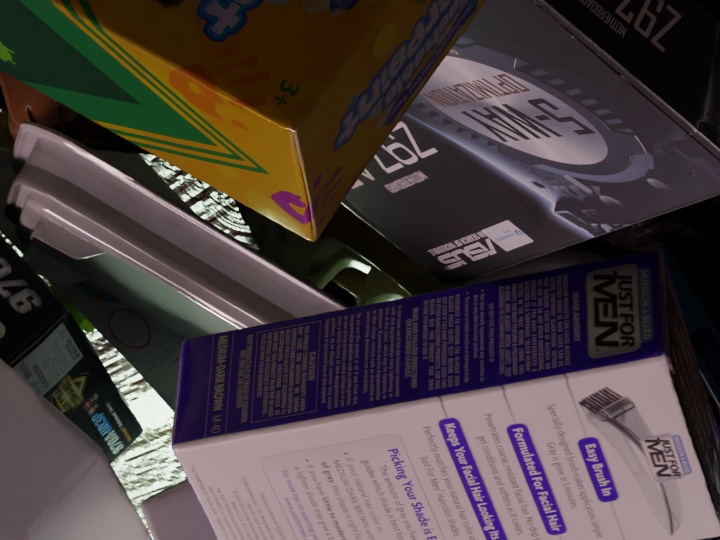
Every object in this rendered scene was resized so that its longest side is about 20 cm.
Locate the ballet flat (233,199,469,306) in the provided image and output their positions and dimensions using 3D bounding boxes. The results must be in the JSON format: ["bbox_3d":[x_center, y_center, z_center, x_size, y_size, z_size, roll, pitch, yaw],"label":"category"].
[{"bbox_3d":[0.000,0.000,1.405,0.199,0.063,0.069,32,162,12],"label":"ballet flat"}]

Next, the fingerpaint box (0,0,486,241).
[{"bbox_3d":[-0.030,-0.137,0.940,0.166,0.200,0.073,29,159,18],"label":"fingerpaint box"}]

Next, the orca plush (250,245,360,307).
[{"bbox_3d":[0.001,0.058,1.522,0.199,0.071,0.105,32,160,10],"label":"orca plush"}]

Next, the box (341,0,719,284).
[{"bbox_3d":[0.035,-0.074,1.086,0.160,0.044,0.200,38,152,-20],"label":"box"}]

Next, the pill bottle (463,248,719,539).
[{"bbox_3d":[0.112,0.091,1.353,0.115,0.116,0.200,18,154,41],"label":"pill bottle"}]

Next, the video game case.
[{"bbox_3d":[0.180,0.097,1.238,0.143,0.018,0.200,55,-173,-44],"label":"video game case"}]

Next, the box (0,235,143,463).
[{"bbox_3d":[-0.197,-0.001,1.434,0.200,0.046,0.159,45,169,23],"label":"box"}]

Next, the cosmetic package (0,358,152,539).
[{"bbox_3d":[-0.157,0.104,1.340,0.101,0.071,0.200,39,167,17],"label":"cosmetic package"}]

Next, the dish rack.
[{"bbox_3d":[-0.079,0.009,1.353,0.199,0.044,0.172,30,169,-5],"label":"dish rack"}]

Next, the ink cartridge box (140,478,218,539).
[{"bbox_3d":[-0.019,0.138,1.362,0.200,0.125,0.129,129,118,-84],"label":"ink cartridge box"}]

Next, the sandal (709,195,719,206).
[{"bbox_3d":[0.081,-0.080,1.118,0.200,0.043,0.076,36,161,0],"label":"sandal"}]

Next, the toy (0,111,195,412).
[{"bbox_3d":[-0.128,-0.006,1.469,0.200,0.115,0.047,48,129,4],"label":"toy"}]

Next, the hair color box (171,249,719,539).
[{"bbox_3d":[0.036,0.066,1.186,0.199,0.065,0.110,-10,134,14],"label":"hair color box"}]

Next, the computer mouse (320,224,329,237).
[{"bbox_3d":[-0.040,-0.088,1.274,0.200,0.046,0.140,59,169,-31],"label":"computer mouse"}]

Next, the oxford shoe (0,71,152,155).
[{"bbox_3d":[-0.119,-0.074,1.362,0.200,0.071,0.072,25,148,57],"label":"oxford shoe"}]
